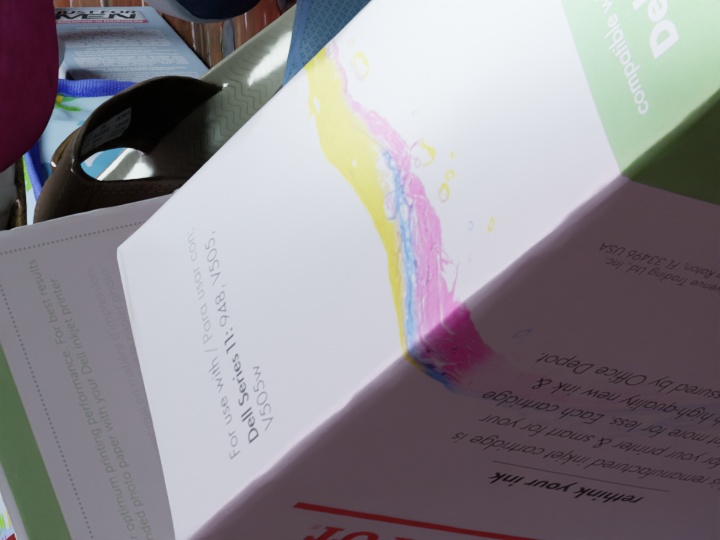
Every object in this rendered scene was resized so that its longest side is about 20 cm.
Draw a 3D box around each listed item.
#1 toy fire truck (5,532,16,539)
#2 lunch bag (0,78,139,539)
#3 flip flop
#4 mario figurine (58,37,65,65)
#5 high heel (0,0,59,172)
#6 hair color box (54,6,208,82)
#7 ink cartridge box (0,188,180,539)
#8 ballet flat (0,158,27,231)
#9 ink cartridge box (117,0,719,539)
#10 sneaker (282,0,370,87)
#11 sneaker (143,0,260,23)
[{"bbox_3d":[-0.018,0.149,0.748,0.112,0.167,0.201,-122,33,-59],"label":"toy fire truck"},{"bbox_3d":[-0.061,0.049,0.953,0.200,0.127,0.171,-106,20,-62],"label":"lunch bag"},{"bbox_3d":[-0.053,-0.027,0.828,0.081,0.200,0.058,47,179,44],"label":"flip flop"},{"bbox_3d":[-0.145,-0.037,1.146,0.123,0.106,0.201,37,-126,-64],"label":"mario figurine"},{"bbox_3d":[-0.109,-0.120,0.683,0.096,0.067,0.201,-140,33,-80],"label":"high heel"},{"bbox_3d":[-0.088,-0.032,1.144,0.200,0.060,0.099,-130,41,-65],"label":"hair color box"},{"bbox_3d":[-0.021,0.051,0.649,0.146,0.199,0.048,67,157,18],"label":"ink cartridge box"},{"bbox_3d":[-0.125,-0.077,0.775,0.071,0.070,0.201,-166,67,-73],"label":"ballet flat"},{"bbox_3d":[0.039,0.001,0.508,0.200,0.117,0.068,-41,51,38],"label":"ink cartridge box"},{"bbox_3d":[0.000,0.000,0.768,0.078,0.090,0.201,24,127,35],"label":"sneaker"},{"bbox_3d":[-0.033,-0.131,0.943,0.200,0.084,0.075,65,-143,-71],"label":"sneaker"}]
